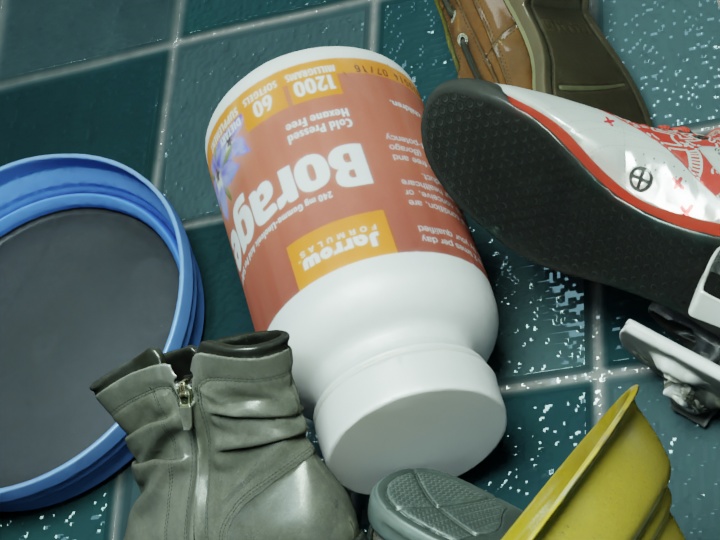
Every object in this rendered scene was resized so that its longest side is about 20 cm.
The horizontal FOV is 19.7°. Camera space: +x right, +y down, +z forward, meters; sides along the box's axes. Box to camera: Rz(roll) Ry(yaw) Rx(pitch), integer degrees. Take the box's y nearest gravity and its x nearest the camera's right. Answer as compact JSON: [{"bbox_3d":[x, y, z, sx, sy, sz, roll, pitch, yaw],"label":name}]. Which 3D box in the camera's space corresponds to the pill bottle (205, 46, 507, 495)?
[{"bbox_3d":[0.000,0.000,0.977,0.112,0.112,0.200,-26,53,10],"label":"pill bottle"}]

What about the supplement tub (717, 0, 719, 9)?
[{"bbox_3d":[0.269,-0.148,0.925,0.200,0.123,0.123,-39,52,1],"label":"supplement tub"}]

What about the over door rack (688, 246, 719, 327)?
[{"bbox_3d":[0.172,0.112,0.779,0.200,0.148,0.067,39,42,22],"label":"over door rack"}]

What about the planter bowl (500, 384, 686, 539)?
[{"bbox_3d":[0.070,0.145,0.758,0.083,0.200,0.201,39,82,6],"label":"planter bowl"}]

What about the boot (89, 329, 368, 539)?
[{"bbox_3d":[-0.090,0.102,0.936,0.200,0.068,0.131,-22,93,30],"label":"boot"}]

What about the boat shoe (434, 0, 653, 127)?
[{"bbox_3d":[0.088,-0.088,1.022,0.068,0.072,0.200,-39,54,40],"label":"boat shoe"}]

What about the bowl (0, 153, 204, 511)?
[{"bbox_3d":[-0.172,0.033,1.089,0.200,0.039,0.201,-12,57,19],"label":"bowl"}]

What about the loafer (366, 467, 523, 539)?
[{"bbox_3d":[0.082,0.155,0.886,0.200,0.072,0.063,31,122,33],"label":"loafer"}]

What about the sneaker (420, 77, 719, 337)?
[{"bbox_3d":[0.132,-0.039,0.930,0.201,0.067,0.108,28,36,22],"label":"sneaker"}]

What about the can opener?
[{"bbox_3d":[0.198,0.059,0.881,0.200,0.053,0.067,28,76,34],"label":"can opener"}]
